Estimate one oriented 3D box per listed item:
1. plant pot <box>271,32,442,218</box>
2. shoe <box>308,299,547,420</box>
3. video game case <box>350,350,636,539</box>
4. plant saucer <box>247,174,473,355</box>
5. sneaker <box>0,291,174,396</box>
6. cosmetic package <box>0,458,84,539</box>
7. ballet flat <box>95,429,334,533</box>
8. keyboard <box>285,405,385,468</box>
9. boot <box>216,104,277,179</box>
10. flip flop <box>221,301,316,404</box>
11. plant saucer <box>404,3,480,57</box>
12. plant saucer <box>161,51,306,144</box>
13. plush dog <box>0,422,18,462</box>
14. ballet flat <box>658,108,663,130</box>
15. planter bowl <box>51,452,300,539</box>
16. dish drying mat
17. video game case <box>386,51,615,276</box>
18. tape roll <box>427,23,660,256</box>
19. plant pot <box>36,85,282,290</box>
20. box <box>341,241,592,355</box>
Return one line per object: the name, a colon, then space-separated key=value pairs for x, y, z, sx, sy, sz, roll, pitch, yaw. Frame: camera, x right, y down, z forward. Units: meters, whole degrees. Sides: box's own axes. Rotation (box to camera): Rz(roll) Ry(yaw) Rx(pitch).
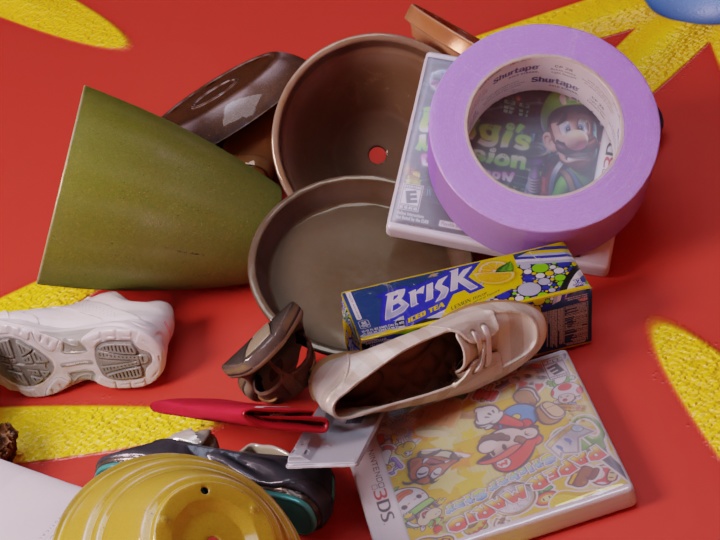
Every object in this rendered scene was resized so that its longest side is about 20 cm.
plant pot: x=0.017 y=-0.117 z=1.753 sx=0.201 sy=0.201 sz=0.093 roll=-17 pitch=-6 yaw=-1
shoe: x=0.059 y=0.077 z=1.476 sx=0.200 sy=0.070 sz=0.053 roll=-18 pitch=16 yaw=-7
video game case: x=0.094 y=0.150 z=1.455 sx=0.200 sy=0.023 sz=0.182 roll=-17 pitch=35 yaw=-2
plant saucer: x=0.000 y=0.000 z=1.641 sx=0.200 sy=0.029 sz=0.200 roll=0 pitch=53 yaw=0
sneaker: x=-0.258 y=0.060 z=1.690 sx=0.200 sy=0.078 sz=0.099 roll=2 pitch=30 yaw=15
cosmetic package: x=-0.297 y=0.251 z=1.390 sx=0.200 sy=0.123 sz=0.199 roll=14 pitch=45 yaw=33
ballet flat: x=-0.110 y=0.163 z=1.470 sx=0.200 sy=0.073 sz=0.073 roll=6 pitch=41 yaw=21
keyboard: x=-0.011 y=0.121 z=1.484 sx=0.056 sy=0.011 sz=0.200 roll=3 pitch=16 yaw=10
boot: x=-0.097 y=-0.114 z=1.836 sx=0.200 sy=0.077 sz=0.155 roll=-13 pitch=29 yaw=15
flip flop: x=-0.066 y=0.080 z=1.509 sx=0.081 sy=0.200 sz=0.058 roll=-43 pitch=80 yaw=-11
plant saucer: x=0.129 y=-0.197 z=1.801 sx=0.032 sy=0.200 sz=0.200 roll=-60 pitch=39 yaw=10
plant saucer: x=-0.142 y=-0.170 z=1.892 sx=0.200 sy=0.032 sz=0.200 roll=-28 pitch=17 yaw=9
plush dog: x=-0.389 y=0.136 z=1.575 sx=0.200 sy=0.161 sz=0.172 roll=10 pitch=13 yaw=-47
ballet flat: x=0.218 y=-0.110 z=1.720 sx=0.073 sy=0.073 sz=0.200 roll=13 pitch=45 yaw=35
planter bowl: x=-0.114 y=0.207 z=1.314 sx=0.200 sy=0.083 sz=0.201 roll=11 pitch=58 yaw=-19
dish drying mat: x=-0.100 y=0.114 z=1.489 sx=0.077 sy=0.018 sz=0.200 roll=5 pitch=-3 yaw=-26
video game case: x=0.138 y=-0.097 z=1.657 sx=0.200 sy=0.023 sz=0.182 roll=11 pitch=68 yaw=6
tape roll: x=0.158 y=-0.113 z=1.617 sx=0.200 sy=0.066 sz=0.200 roll=0 pitch=68 yaw=0
plant pot: x=-0.180 y=-0.055 z=1.711 sx=0.200 sy=0.187 sz=0.187 roll=14 pitch=35 yaw=-10
box: x=0.089 y=0.040 z=1.547 sx=0.200 sy=0.064 sz=0.070 roll=-12 pitch=38 yaw=-9
